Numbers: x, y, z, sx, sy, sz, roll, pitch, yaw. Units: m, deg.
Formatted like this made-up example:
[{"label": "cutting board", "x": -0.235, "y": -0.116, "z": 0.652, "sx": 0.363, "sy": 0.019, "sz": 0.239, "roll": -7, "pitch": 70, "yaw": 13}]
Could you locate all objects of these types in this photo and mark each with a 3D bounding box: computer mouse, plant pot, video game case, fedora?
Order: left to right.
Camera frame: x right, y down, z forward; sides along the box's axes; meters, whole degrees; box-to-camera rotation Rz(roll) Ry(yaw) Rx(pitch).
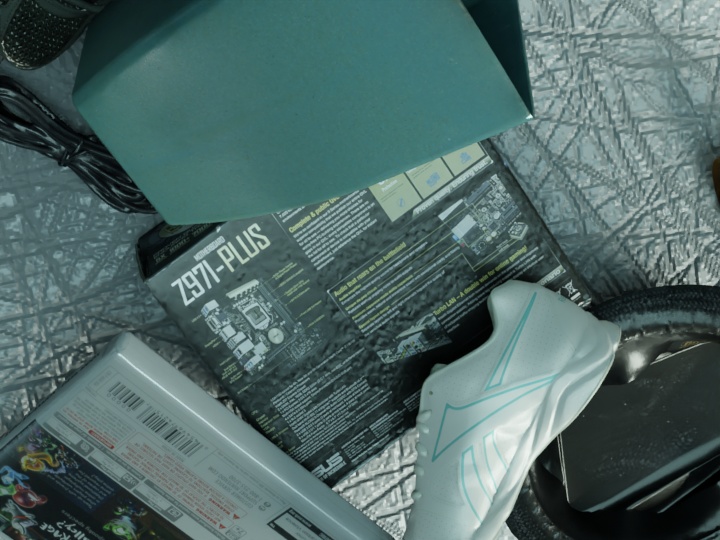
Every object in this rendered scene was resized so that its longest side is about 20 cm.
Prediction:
[{"label": "computer mouse", "x": -0.125, "y": -0.139, "z": 0.989, "sx": 0.140, "sy": 0.046, "sz": 0.201, "roll": 25, "pitch": 110, "yaw": -23}, {"label": "video game case", "x": -0.109, "y": 0.140, "z": 1.032, "sx": 0.200, "sy": 0.023, "sz": 0.182, "roll": 39, "pitch": 128, "yaw": -17}, {"label": "plant pot", "x": -0.036, "y": -0.119, "z": 0.915, "sx": 0.199, "sy": 0.142, "sz": 0.142, "roll": -27, "pitch": 122, "yaw": 18}, {"label": "fedora", "x": 0.166, "y": 0.087, "z": 1.074, "sx": 0.198, "sy": 0.092, "sz": 0.203, "roll": -2, "pitch": 106, "yaw": -5}]

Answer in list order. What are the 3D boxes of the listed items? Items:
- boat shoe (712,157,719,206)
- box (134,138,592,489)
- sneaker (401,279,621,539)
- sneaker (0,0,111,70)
[{"label": "boat shoe", "x": 0.274, "y": 0.003, "z": 1.085, "sx": 0.070, "sy": 0.070, "sz": 0.201, "roll": -31, "pitch": 115, "yaw": -5}, {"label": "box", "x": 0.000, "y": 0.000, "z": 1.025, "sx": 0.199, "sy": 0.086, "sz": 0.164, "roll": -36, "pitch": 109, "yaw": 1}, {"label": "sneaker", "x": 0.057, "y": 0.096, "z": 0.987, "sx": 0.080, "sy": 0.070, "sz": 0.201, "roll": 32, "pitch": 90, "yaw": -1}, {"label": "sneaker", "x": -0.118, "y": -0.167, "z": 0.867, "sx": 0.080, "sy": 0.087, "sz": 0.200, "roll": 10, "pitch": 130, "yaw": -41}]
